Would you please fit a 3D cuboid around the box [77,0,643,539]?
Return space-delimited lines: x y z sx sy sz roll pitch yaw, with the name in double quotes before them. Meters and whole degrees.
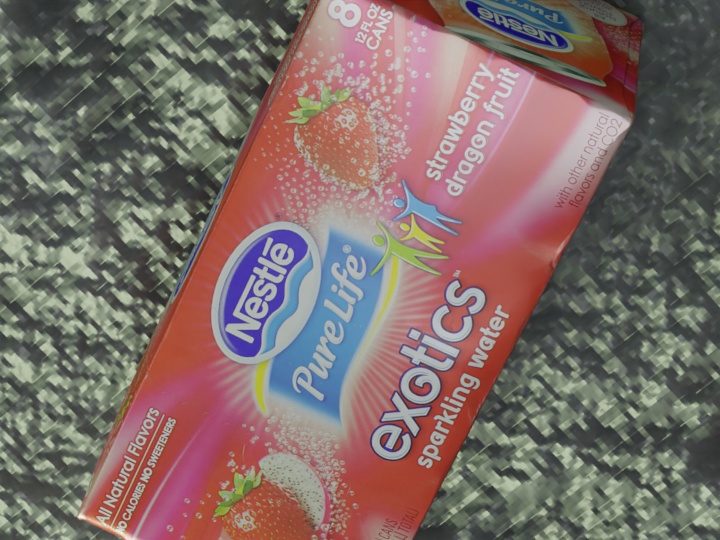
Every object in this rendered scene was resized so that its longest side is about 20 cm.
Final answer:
"box" 0.000 0.000 0.902 0.099 0.096 0.201 26 114 -3
